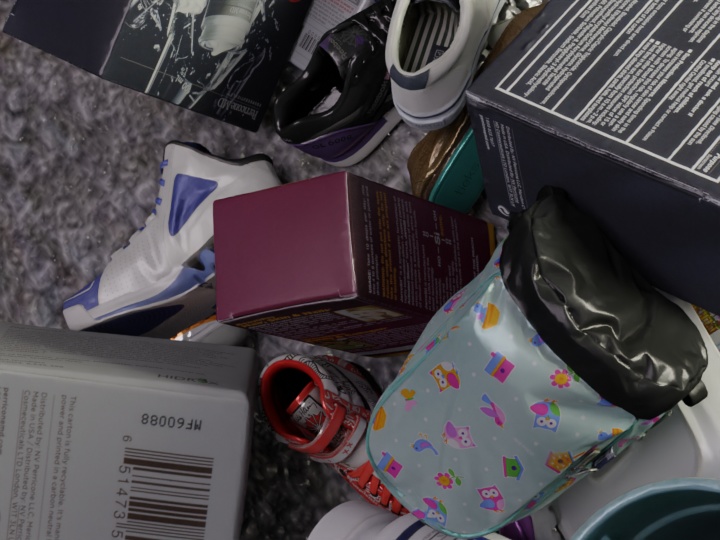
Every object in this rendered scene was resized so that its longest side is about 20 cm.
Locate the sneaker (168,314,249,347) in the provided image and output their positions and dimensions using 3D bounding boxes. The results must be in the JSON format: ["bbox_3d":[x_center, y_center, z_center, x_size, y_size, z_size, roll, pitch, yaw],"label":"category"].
[{"bbox_3d":[-0.144,0.116,1.805,0.200,0.076,0.092,-43,87,11],"label":"sneaker"}]

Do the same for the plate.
[{"bbox_3d":[0.165,0.103,1.587,0.200,0.032,0.200,-51,56,41],"label":"plate"}]

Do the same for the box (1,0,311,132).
[{"bbox_3d":[-0.128,-0.215,1.740,0.104,0.200,0.183,27,96,32],"label":"box"}]

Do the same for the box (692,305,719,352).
[{"bbox_3d":[0.224,0.043,1.601,0.137,0.039,0.200,-35,65,22],"label":"box"}]

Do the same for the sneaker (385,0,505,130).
[{"bbox_3d":[0.065,-0.196,1.667,0.073,0.071,0.201,7,66,12],"label":"sneaker"}]

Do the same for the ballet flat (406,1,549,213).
[{"bbox_3d":[0.097,-0.127,1.703,0.200,0.068,0.072,-54,41,17],"label":"ballet flat"}]

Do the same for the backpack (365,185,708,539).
[{"bbox_3d":[0.095,0.070,1.509,0.167,0.127,0.200,49,125,7],"label":"backpack"}]

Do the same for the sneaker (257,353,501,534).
[{"bbox_3d":[0.007,0.135,1.676,0.067,0.108,0.201,-49,62,15],"label":"sneaker"}]

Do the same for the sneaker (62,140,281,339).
[{"bbox_3d":[-0.131,-0.029,1.814,0.199,0.081,0.115,-28,65,17],"label":"sneaker"}]

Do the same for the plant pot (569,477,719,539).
[{"bbox_3d":[0.235,0.231,1.469,0.200,0.196,0.201,-5,80,30],"label":"plant pot"}]

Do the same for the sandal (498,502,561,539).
[{"bbox_3d":[0.086,0.137,1.626,0.203,0.050,0.082,69,157,8],"label":"sandal"}]

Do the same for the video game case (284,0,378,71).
[{"bbox_3d":[-0.047,-0.263,1.830,0.200,0.022,0.183,36,101,31],"label":"video game case"}]

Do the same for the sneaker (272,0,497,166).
[{"bbox_3d":[0.019,-0.157,1.731,0.200,0.087,0.076,-49,61,14],"label":"sneaker"}]

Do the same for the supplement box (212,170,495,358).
[{"bbox_3d":[0.000,0.000,1.649,0.110,0.200,0.086,-11,76,30],"label":"supplement box"}]

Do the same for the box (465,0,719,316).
[{"bbox_3d":[0.208,-0.100,1.539,0.198,0.123,0.200,26,60,32],"label":"box"}]

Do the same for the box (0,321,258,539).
[{"bbox_3d":[-0.179,0.152,1.690,0.199,0.171,0.200,7,99,-1],"label":"box"}]

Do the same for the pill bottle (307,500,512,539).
[{"bbox_3d":[0.059,0.222,1.580,0.200,0.120,0.120,19,92,39],"label":"pill bottle"}]
